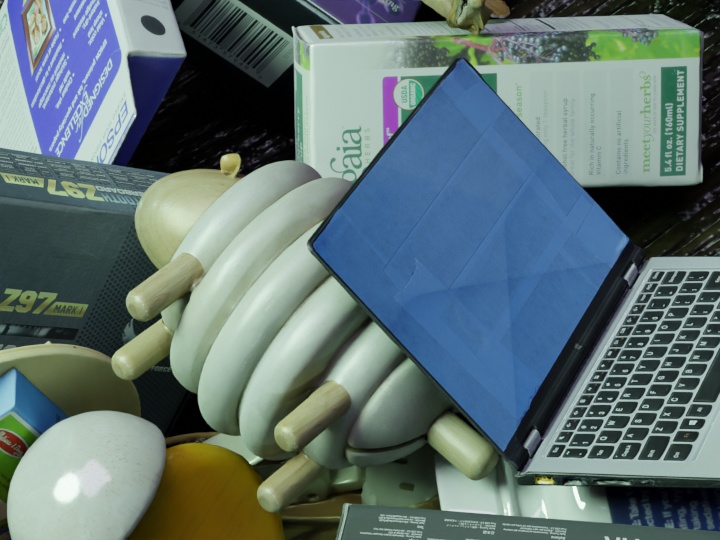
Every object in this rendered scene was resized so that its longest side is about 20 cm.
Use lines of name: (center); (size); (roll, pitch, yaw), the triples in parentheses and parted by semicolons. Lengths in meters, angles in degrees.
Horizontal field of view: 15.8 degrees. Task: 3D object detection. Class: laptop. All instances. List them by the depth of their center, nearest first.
laptop: (0.112, -0.005, 1.105); (0.199, 0.116, 0.187); (0, 29, 25)

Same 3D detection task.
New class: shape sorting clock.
shape sorting clock: (-0.189, 0.101, 1.170); (0.199, 0.200, 0.039); (-27, 62, -10)

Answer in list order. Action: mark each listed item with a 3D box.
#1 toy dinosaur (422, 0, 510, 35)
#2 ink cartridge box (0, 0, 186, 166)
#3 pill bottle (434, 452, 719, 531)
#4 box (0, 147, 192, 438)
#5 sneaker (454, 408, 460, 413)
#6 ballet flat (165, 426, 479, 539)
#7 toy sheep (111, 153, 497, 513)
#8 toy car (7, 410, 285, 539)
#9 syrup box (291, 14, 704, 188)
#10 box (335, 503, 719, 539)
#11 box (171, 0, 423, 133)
toy dinosaur: (0.034, -0.160, 1.325); (0.101, 0.058, 0.200); (28, 24, -6)
ink cartridge box: (-0.151, -0.073, 1.323); (0.043, 0.198, 0.201); (10, 42, -27)
pill bottle: (0.138, 0.105, 1.143); (0.199, 0.120, 0.120); (-11, 49, 3)
box: (-0.157, 0.023, 1.197); (0.199, 0.158, 0.051); (8, 30, -42)
sneaker: (0.089, 0.005, 1.220); (0.199, 0.112, 0.077); (-2, 17, -5)
ballet flat: (-0.012, 0.099, 1.221); (0.199, 0.063, 0.069); (-8, 49, 6)
toy sheep: (-0.021, 0.027, 1.132); (0.200, 0.138, 0.138); (43, 68, 14)
toy car: (-0.112, 0.173, 1.139); (0.150, 0.175, 0.201); (-21, 37, 44)
syrup box: (0.066, -0.083, 1.301); (0.199, 0.079, 0.081); (-3, 12, -8)
box: (0.097, 0.165, 1.075); (0.199, 0.161, 0.044); (4, 51, 15)
box: (-0.030, -0.199, 1.408); (0.148, 0.104, 0.201); (32, 55, -14)
